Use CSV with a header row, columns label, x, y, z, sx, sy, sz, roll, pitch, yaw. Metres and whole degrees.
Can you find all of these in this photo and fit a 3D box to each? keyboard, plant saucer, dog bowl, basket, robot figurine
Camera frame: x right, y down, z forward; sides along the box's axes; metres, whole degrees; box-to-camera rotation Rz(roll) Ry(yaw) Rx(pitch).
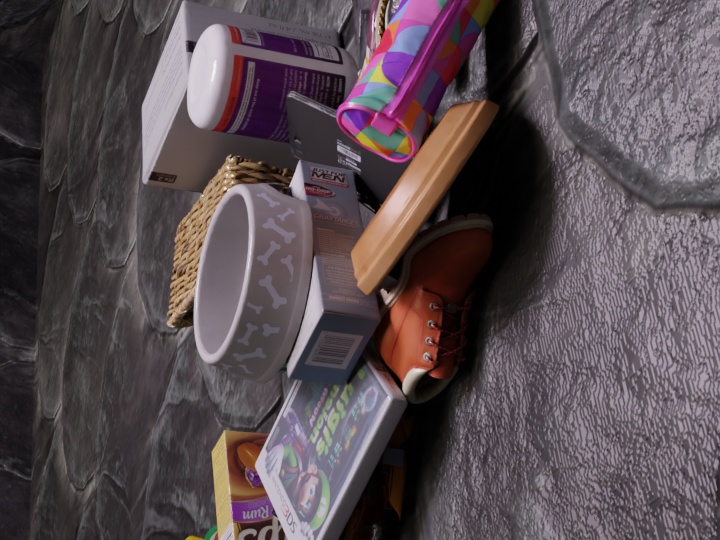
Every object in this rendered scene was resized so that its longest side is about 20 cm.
label,x,y,z,sx,sy,sz,roll,pitch,yaw
keyboard,0.002,-0.111,1.339,0.200,0.040,0.104,32,136,40
plant saucer,0.050,-0.070,1.162,0.200,0.037,0.200,-55,2,2
dog bowl,-0.109,0.007,1.292,0.200,0.059,0.200,-169,90,-68
basket,-0.130,-0.015,1.568,0.200,0.143,0.149,-45,36,51
robot figurine,0.002,0.232,1.288,0.145,0.058,0.200,177,101,-68

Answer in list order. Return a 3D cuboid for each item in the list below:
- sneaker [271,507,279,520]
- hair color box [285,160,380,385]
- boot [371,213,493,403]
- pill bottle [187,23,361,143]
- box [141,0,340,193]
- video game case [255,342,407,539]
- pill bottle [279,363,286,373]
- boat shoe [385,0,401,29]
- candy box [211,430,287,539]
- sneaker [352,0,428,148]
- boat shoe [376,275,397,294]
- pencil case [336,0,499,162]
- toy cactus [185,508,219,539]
label,x,y,z,sx,sy,sz,roll,pitch,yaw
sneaker,-0.051,0.178,1.410,0.074,0.080,0.200,137,138,-61
hair color box,-0.037,0.000,1.279,0.200,0.061,0.099,-101,28,-42
boot,0.074,0.035,1.175,0.200,0.075,0.107,119,141,-48
pill bottle,-0.079,-0.194,1.435,0.112,0.200,0.113,-172,90,-68
box,-0.143,-0.194,1.594,0.200,0.199,0.131,125,145,-48
video game case,-0.034,0.160,1.289,0.200,0.023,0.182,-64,29,17
pill bottle,-0.090,0.050,1.464,0.200,0.111,0.111,134,139,-73
boat shoe,0.060,-0.269,1.271,0.068,0.072,0.200,83,-169,-77
candy box,-0.091,0.273,1.428,0.056,0.117,0.200,123,146,-47
sneaker,0.026,-0.210,1.350,0.090,0.075,0.200,-3,80,62
boat shoe,0.000,0.000,1.366,0.069,0.072,0.200,-53,19,8
pencil case,0.055,-0.195,1.176,0.200,0.088,0.088,-63,17,-17
toy cactus,-0.159,0.306,1.526,0.200,0.102,0.165,119,165,-71
